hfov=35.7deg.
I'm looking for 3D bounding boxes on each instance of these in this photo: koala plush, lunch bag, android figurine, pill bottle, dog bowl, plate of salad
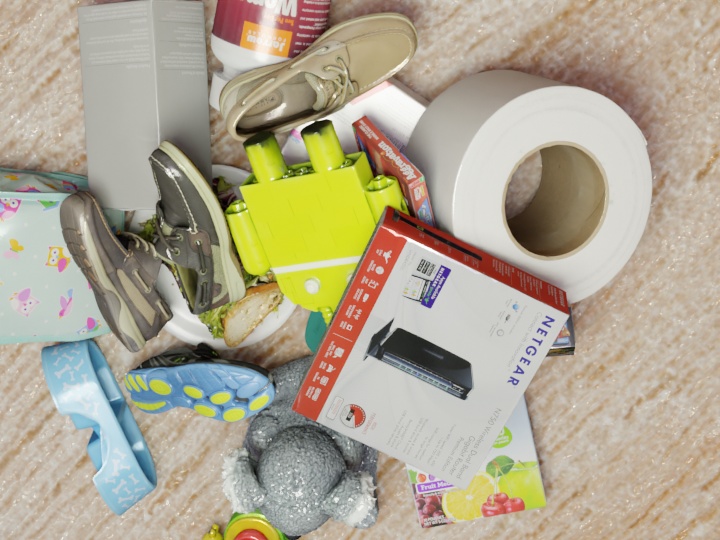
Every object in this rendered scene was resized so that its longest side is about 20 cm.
[{"bbox_3d":[-0.060,0.198,1.143,0.175,0.200,0.186,11,105,3],"label":"koala plush"},{"bbox_3d":[-0.343,-0.016,1.157,0.197,0.122,0.173,1,106,-26],"label":"lunch bag"},{"bbox_3d":[-0.035,-0.035,1.020,0.180,0.041,0.202,-6,117,26],"label":"android figurine"},{"bbox_3d":[-0.085,-0.251,1.077,0.108,0.110,0.203,14,109,2],"label":"pill bottle"},{"bbox_3d":[-0.278,0.164,1.208,0.049,0.111,0.202,-23,101,-3],"label":"dog bowl"},{"bbox_3d":[-0.155,-0.010,1.179,0.197,0.048,0.203,2,105,6],"label":"plate of salad"}]

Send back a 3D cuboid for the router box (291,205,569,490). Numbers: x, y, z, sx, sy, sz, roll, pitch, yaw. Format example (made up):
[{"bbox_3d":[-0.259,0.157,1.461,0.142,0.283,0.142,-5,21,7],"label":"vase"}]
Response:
[{"bbox_3d":[0.059,0.071,0.983,0.178,0.049,0.202,24,114,-3],"label":"router box"}]

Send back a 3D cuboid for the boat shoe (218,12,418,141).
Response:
[{"bbox_3d":[-0.034,-0.173,1.027,0.198,0.065,0.073,-22,125,-1],"label":"boat shoe"}]

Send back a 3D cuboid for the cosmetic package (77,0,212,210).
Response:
[{"bbox_3d":[-0.211,-0.161,1.102,0.106,0.090,0.203,6,103,31],"label":"cosmetic package"}]

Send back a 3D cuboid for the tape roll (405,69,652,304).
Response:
[{"bbox_3d":[0.153,-0.080,1.050,0.200,0.139,0.206,-5,107,-15],"label":"tape roll"}]

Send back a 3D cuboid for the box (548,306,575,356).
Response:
[{"bbox_3d":[0.106,0.068,1.078,0.197,0.137,0.038,-6,82,10],"label":"box"}]

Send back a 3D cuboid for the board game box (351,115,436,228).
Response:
[{"bbox_3d":[0.043,-0.044,1.063,0.019,0.103,0.201,-31,140,-12],"label":"board game box"}]

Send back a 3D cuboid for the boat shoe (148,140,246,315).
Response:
[{"bbox_3d":[-0.161,-0.030,1.046,0.066,0.072,0.202,-36,141,-18],"label":"boat shoe"}]

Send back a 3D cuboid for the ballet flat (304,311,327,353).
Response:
[{"bbox_3d":[0.000,0.000,1.105,0.067,0.068,0.201,-4,133,-34],"label":"ballet flat"}]

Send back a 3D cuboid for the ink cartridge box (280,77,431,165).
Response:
[{"bbox_3d":[-0.023,-0.108,1.128,0.116,0.068,0.201,33,104,-7],"label":"ink cartridge box"}]

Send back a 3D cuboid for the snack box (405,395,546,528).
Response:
[{"bbox_3d":[0.110,0.163,1.192,0.140,0.053,0.203,-12,100,7],"label":"snack box"}]

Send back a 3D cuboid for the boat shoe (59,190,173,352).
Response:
[{"bbox_3d":[-0.242,-0.007,1.123,0.073,0.074,0.201,-34,140,-21],"label":"boat shoe"}]

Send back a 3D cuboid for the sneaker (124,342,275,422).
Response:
[{"bbox_3d":[-0.164,0.108,1.161,0.198,0.083,0.071,-3,121,41],"label":"sneaker"}]

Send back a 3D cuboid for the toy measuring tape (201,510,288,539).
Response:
[{"bbox_3d":[-0.080,0.296,1.239,0.197,0.074,0.075,0,104,6],"label":"toy measuring tape"}]
